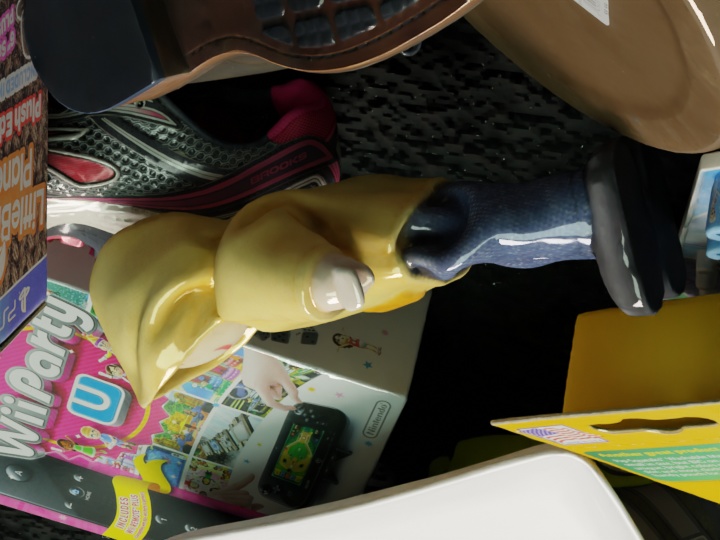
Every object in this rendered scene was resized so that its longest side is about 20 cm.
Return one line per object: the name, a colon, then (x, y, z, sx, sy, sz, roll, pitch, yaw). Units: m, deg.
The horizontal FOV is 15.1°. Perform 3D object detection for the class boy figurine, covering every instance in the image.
boy figurine: (0.000, 0.000, 0.884, 0.199, 0.124, 0.065, -13, 95, 17)

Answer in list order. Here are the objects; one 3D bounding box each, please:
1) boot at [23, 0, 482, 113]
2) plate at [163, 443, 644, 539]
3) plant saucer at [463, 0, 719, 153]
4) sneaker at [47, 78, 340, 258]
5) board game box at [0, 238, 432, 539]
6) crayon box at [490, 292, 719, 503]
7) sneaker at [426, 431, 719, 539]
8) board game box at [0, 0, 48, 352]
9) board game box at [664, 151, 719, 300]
boot: (-0.007, -0.098, 0.821, 0.199, 0.097, 0.075, -8, 98, 44)
plate: (0.046, 0.144, 1.035, 0.199, 0.032, 0.200, -16, 125, 31)
plant saucer: (0.052, -0.105, 0.792, 0.200, 0.029, 0.200, 42, 167, 12)
sneaker: (-0.105, -0.051, 0.953, 0.198, 0.081, 0.075, 10, 125, -8)
board game box: (-0.090, 0.039, 1.052, 0.199, 0.065, 0.148, 18, 138, -5)
crayon box: (0.160, 0.051, 0.919, 0.199, 0.052, 0.125, 20, 162, -36)
sneaker: (0.118, 0.113, 1.065, 0.199, 0.081, 0.074, -4, 137, 19)
board game box: (-0.187, -0.077, 0.859, 0.158, 0.097, 0.202, 4, 107, 9)
board game box: (0.204, 0.016, 0.914, 0.198, 0.026, 0.200, 9, 165, 4)
